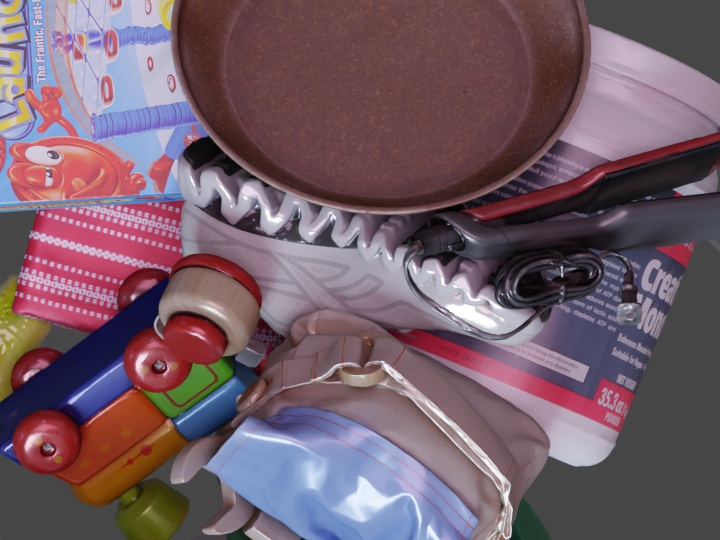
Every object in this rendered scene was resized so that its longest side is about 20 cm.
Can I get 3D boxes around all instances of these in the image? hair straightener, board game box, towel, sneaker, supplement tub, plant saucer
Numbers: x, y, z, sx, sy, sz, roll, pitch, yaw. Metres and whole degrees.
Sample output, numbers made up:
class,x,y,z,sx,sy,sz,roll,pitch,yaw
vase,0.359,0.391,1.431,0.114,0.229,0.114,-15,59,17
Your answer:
class,x,y,z,sx,sy,sz,roll,pitch,yaw
hair straightener,0.106,-0.012,1.383,0.199,0.041,0.077,-11,60,-32
board game box,-0.125,-0.133,1.512,0.195,0.056,0.201,-4,89,2
towel,-0.085,-0.054,1.551,0.144,0.022,0.201,17,88,-3
sneaker,0.000,0.000,1.436,0.199,0.075,0.081,21,115,24
supplement tub,0.094,-0.016,1.504,0.140,0.140,0.201,23,88,-4
plant saucer,0.009,-0.103,1.436,0.200,0.037,0.201,2,58,-3

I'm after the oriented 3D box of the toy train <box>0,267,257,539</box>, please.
class,x,y,z,sx,sy,sz,roll,pitch,yaw
toy train,-0.136,0.100,1.522,0.200,0.085,0.116,-37,114,10

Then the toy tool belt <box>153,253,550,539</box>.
class,x,y,z,sx,sy,sz,roll,pitch,yaw
toy tool belt,-0.020,0.087,1.397,0.200,0.125,0.123,29,57,-7

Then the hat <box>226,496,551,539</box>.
class,x,y,z,sx,sy,sz,roll,pitch,yaw
hat,0.007,0.201,1.516,0.165,0.176,0.200,-18,53,-32

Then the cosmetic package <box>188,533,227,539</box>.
class,x,y,z,sx,sy,sz,roll,pitch,yaw
cosmetic package,-0.134,0.240,1.470,0.199,0.165,0.166,-17,90,-4
